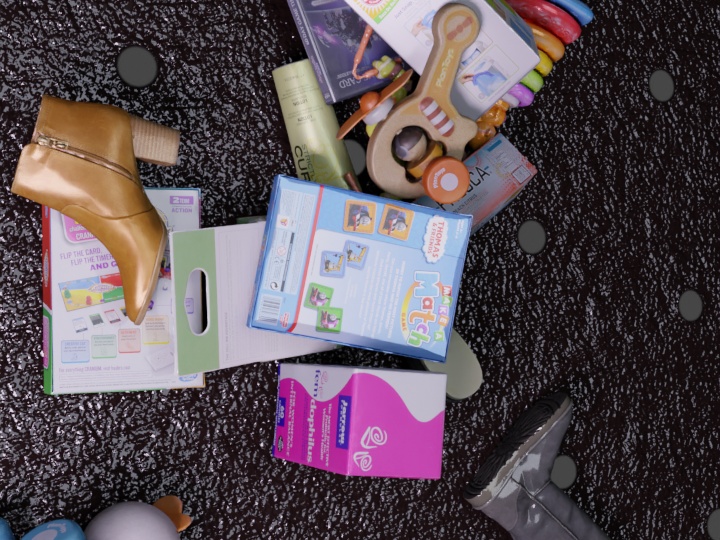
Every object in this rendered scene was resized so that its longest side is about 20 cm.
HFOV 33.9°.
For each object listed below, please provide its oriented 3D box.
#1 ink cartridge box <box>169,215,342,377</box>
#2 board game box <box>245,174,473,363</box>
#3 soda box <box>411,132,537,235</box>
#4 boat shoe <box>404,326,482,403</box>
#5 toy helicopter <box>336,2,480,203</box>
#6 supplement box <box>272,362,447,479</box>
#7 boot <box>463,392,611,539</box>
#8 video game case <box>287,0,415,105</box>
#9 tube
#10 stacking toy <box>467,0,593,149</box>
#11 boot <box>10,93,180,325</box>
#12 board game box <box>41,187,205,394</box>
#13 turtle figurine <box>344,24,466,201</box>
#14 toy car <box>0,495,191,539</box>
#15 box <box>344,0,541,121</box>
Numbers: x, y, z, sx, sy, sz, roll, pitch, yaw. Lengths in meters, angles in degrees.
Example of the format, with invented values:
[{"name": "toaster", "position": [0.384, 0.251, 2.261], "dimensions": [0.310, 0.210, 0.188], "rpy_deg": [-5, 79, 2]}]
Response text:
[{"name": "ink cartridge box", "position": [-0.109, 0.020, 1.180], "dimensions": [0.200, 0.048, 0.146], "rpy_deg": [-7, 101, -36]}, {"name": "board game box", "position": [0.000, 0.000, 1.161], "dimensions": [0.200, 0.037, 0.151], "rpy_deg": [11, 88, -12]}, {"name": "soda box", "position": [0.102, -0.066, 1.279], "dimensions": [0.064, 0.068, 0.200], "rpy_deg": [47, 56, 7]}, {"name": "boat shoe", "position": [0.062, 0.052, 1.284], "dimensions": [0.074, 0.063, 0.202], "rpy_deg": [-25, 83, -20]}, {"name": "toy helicopter", "position": [0.060, -0.170, 1.171], "dimensions": [0.132, 0.079, 0.200], "rpy_deg": [16, 101, -16]}, {"name": "supplement box", "position": [-0.005, 0.145, 1.169], "dimensions": [0.103, 0.200, 0.101], "rpy_deg": [6, 84, -25]}, {"name": "boot", "position": [0.234, 0.265, 1.348], "dimensions": [0.200, 0.073, 0.182], "rpy_deg": [43, 84, -10]}, {"name": "video game case", "position": [-0.022, -0.287, 1.261], "dimensions": [0.143, 0.019, 0.200], "rpy_deg": [-27, 100, -46]}, {"name": "tube", "position": [-0.041, -0.122, 1.249], "dimensions": [0.052, 0.058, 0.200], "rpy_deg": [-19, 96, -36]}, {"name": "stacking toy", "position": [0.171, -0.227, 1.341], "dimensions": [0.110, 0.116, 0.200], "rpy_deg": [24, 88, -20]}, {"name": "boot", "position": [-0.252, -0.056, 1.099], "dimensions": [0.144, 0.071, 0.201], "rpy_deg": [9, 82, -17]}, {"name": "board game box", "position": [-0.232, 0.018, 1.157], "dimensions": [0.153, 0.040, 0.200], "rpy_deg": [0, 87, -25]}, {"name": "turtle figurine", "position": [0.057, -0.160, 1.259], "dimensions": [0.161, 0.064, 0.200], "rpy_deg": [-6, 95, -48]}, {"name": "toy car", "position": [-0.244, 0.278, 1.099], "dimensions": [0.200, 0.177, 0.184], "rpy_deg": [-45, 122, -50]}, {"name": "box", "position": [0.080, -0.269, 1.224], "dimensions": [0.200, 0.113, 0.101], "rpy_deg": [41, 112, -18]}]
